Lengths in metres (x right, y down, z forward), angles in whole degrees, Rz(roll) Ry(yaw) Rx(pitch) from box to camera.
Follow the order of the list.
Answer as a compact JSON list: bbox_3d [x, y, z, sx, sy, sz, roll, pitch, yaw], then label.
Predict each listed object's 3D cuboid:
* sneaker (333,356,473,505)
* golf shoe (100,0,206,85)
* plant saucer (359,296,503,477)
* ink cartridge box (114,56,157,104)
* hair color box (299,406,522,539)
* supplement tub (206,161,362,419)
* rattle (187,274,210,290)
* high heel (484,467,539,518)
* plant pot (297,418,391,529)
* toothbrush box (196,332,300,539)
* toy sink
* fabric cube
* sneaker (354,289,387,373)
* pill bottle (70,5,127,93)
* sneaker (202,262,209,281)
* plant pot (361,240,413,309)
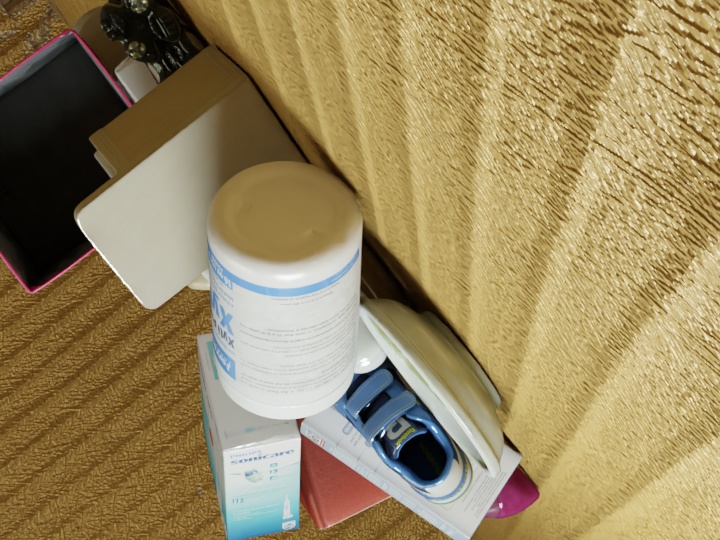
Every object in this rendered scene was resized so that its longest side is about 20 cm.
[{"bbox_3d":[0.029,0.138,1.675,0.200,0.074,0.082,44,-178,11],"label":"sneaker"},{"bbox_3d":[-0.166,-0.196,1.692,0.201,0.077,0.088,56,-166,-17],"label":"golf shoe"},{"bbox_3d":[0.074,0.092,1.567,0.200,0.050,0.200,52,175,7],"label":"plant saucer"},{"bbox_3d":[-0.177,-0.160,1.842,0.146,0.083,0.200,53,176,2],"label":"ink cartridge box"},{"bbox_3d":[0.048,0.172,1.747,0.199,0.099,0.061,34,167,4],"label":"hair color box"},{"bbox_3d":[-0.064,0.018,1.509,0.132,0.131,0.201,48,151,34],"label":"supplement tub"},{"bbox_3d":[-0.131,0.047,1.783,0.130,0.199,0.144,-143,56,-60],"label":"rattle"},{"bbox_3d":[0.107,0.172,1.840,0.201,0.096,0.068,68,154,24],"label":"high heel"},{"bbox_3d":[-0.004,0.149,1.961,0.200,0.199,0.177,-164,50,-81],"label":"plant pot"},{"bbox_3d":[-0.118,0.173,1.869,0.201,0.085,0.147,96,162,-55],"label":"toothbrush box"},{"bbox_3d":[-0.165,-0.086,1.612,0.131,0.200,0.112,54,174,-34],"label":"toy sink"},{"bbox_3d":[-0.320,-0.118,1.859,0.197,0.200,0.199,55,178,-7],"label":"fabric cube"},{"bbox_3d":[-0.049,0.012,1.673,0.200,0.073,0.085,51,178,21],"label":"sneaker"},{"bbox_3d":[-0.286,-0.248,2.056,0.112,0.112,0.200,52,175,-3],"label":"pill bottle"},{"bbox_3d":[-0.131,-0.013,1.690,0.089,0.075,0.200,57,176,-33],"label":"sneaker"},{"bbox_3d":[0.000,0.000,1.720,0.200,0.027,0.200,51,175,6],"label":"plant pot"}]
